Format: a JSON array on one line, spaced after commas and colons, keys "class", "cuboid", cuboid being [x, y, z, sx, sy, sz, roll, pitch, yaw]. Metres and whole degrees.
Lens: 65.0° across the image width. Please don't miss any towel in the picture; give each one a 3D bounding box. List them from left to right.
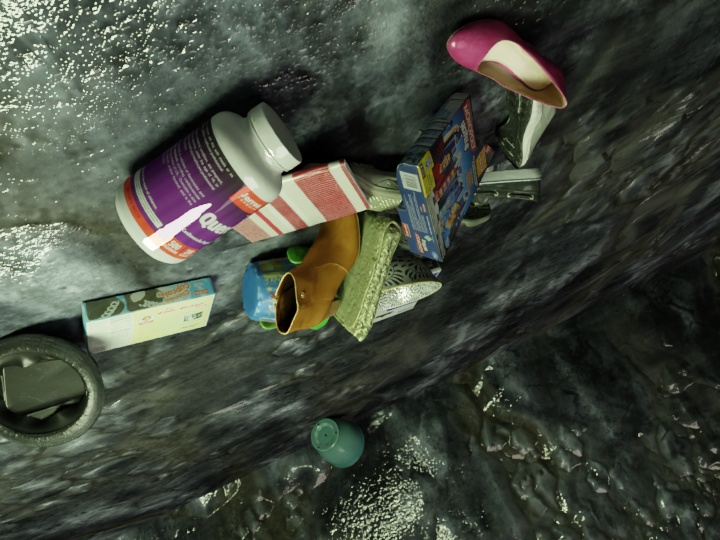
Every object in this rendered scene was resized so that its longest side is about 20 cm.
[{"class": "towel", "cuboid": [-0.096, -0.096, 0.790, 0.198, 0.023, 0.144, -14, 160, 11]}, {"class": "towel", "cuboid": [0.000, 0.000, 0.921, 0.036, 0.148, 0.202, 8, 104, -28]}]

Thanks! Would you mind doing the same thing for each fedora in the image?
[{"class": "fedora", "cuboid": [-0.487, 0.175, 0.882, 0.199, 0.202, 0.092, -28, -170, 5]}]

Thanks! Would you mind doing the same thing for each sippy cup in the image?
[{"class": "sippy cup", "cuboid": [-0.131, 0.034, 0.975, 0.129, 0.139, 0.180, 0, 107, -29]}]

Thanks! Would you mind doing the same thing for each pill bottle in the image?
[{"class": "pill bottle", "cuboid": [-0.169, -0.101, 0.644, 0.199, 0.113, 0.112, -31, 157, 12]}]

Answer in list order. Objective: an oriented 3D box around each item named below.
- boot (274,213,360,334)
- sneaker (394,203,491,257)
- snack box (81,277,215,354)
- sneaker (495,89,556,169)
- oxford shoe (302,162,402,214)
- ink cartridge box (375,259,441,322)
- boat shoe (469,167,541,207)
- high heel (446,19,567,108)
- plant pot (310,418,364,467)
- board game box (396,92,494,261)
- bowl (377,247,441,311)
[{"class": "boot", "cuboid": [-0.065, -0.008, 0.846, 0.144, 0.070, 0.203, -10, 113, -64]}, {"class": "sneaker", "cuboid": [0.148, -0.087, 1.079, 0.198, 0.077, 0.114, -16, 158, -17]}, {"class": "snack box", "cuboid": [-0.346, 0.074, 0.928, 0.199, 0.037, 0.116, -13, 154, -31]}, {"class": "sneaker", "cuboid": [0.269, -0.234, 0.897, 0.079, 0.074, 0.200, -28, 158, -10]}, {"class": "oxford shoe", "cuboid": [-0.001, -0.132, 0.847, 0.198, 0.058, 0.075, 8, 158, -31]}, {"class": "ink cartridge box", "cuboid": [0.071, 0.057, 1.347, 0.196, 0.047, 0.200, -17, 157, -27]}, {"class": "boat shoe", "cuboid": [0.208, -0.137, 0.965, 0.198, 0.057, 0.069, -5, -174, 8]}, {"class": "high heel", "cuboid": [0.194, -0.257, 0.728, 0.199, 0.096, 0.067, -2, 148, -46]}, {"class": "plant pot", "cuboid": [-0.112, 0.719, 2.408, 0.199, 0.201, 0.188, -31, 142, 10]}, {"class": "board game box", "cuboid": [0.128, -0.155, 0.846, 0.201, 0.061, 0.201, -55, 146, -25]}, {"class": "bowl", "cuboid": [0.057, 0.013, 1.144, 0.199, 0.095, 0.201, -13, 166, -3]}]
